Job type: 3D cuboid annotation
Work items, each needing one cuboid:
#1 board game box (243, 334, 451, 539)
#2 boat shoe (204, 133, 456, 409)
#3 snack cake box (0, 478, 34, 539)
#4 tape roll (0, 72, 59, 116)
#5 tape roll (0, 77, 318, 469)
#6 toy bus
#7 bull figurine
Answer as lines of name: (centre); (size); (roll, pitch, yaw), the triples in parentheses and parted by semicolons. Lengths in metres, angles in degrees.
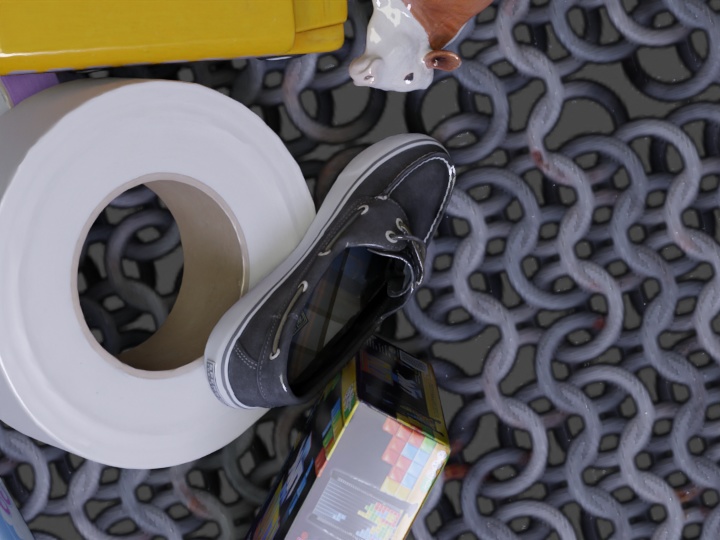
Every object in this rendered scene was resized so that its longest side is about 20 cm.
board game box: (-0.018, 0.128, 1.085); (0.056, 0.200, 0.166); (28, 97, -4)
boat shoe: (0.000, 0.000, 1.086); (0.200, 0.066, 0.070); (-44, 125, -33)
snack cake box: (-0.276, 0.106, 1.159); (0.114, 0.067, 0.201); (-27, 96, 3)
tape roll: (-0.251, -0.060, 1.082); (0.199, 0.065, 0.202); (2, 86, -37)
tape roll: (-0.119, 0.000, 1.087); (0.201, 0.071, 0.204); (-4, 97, -35)
toy bus: (-0.102, -0.141, 1.090); (0.199, 0.078, 0.066); (-6, 94, -18)
bull figurine: (0.055, -0.186, 1.102); (0.200, 0.065, 0.122); (-40, 127, -1)
